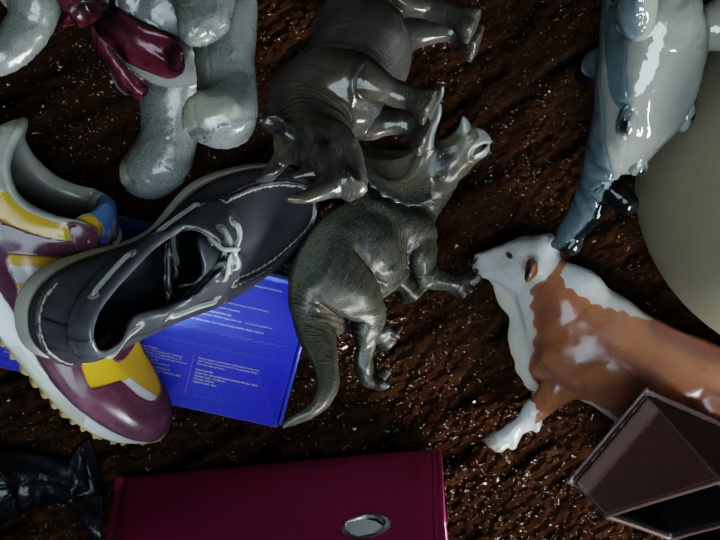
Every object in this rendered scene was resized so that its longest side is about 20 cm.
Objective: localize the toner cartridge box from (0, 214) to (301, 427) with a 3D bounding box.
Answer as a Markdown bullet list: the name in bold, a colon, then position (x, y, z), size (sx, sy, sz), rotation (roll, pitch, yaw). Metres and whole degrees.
- **toner cartridge box**: position (-0.132, 0.021, 1.505), size (0.200, 0.043, 0.095), rotation (13, 110, -6)

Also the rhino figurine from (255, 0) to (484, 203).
- **rhino figurine**: position (-0.002, -0.094, 1.388), size (0.087, 0.200, 0.060), rotation (21, 135, 9)

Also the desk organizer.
- **desk organizer**: position (0.217, 0.141, 1.489), size (0.200, 0.077, 0.072), rotation (24, 110, -45)

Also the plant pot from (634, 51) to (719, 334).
- **plant pot**: position (0.259, -0.027, 1.443), size (0.200, 0.134, 0.201), rotation (-1, 113, -1)

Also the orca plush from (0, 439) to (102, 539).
- **orca plush**: position (-0.252, 0.153, 1.542), size (0.200, 0.071, 0.105), rotation (4, 112, -2)

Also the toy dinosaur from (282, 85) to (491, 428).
- **toy dinosaur**: position (0.000, 0.000, 1.463), size (0.200, 0.077, 0.102), rotation (-47, 115, -16)

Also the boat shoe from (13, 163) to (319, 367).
- **boat shoe**: position (-0.090, 0.000, 1.411), size (0.200, 0.063, 0.073), rotation (-27, 115, -34)

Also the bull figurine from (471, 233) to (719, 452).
- **bull figurine**: position (0.142, 0.061, 1.515), size (0.200, 0.065, 0.121), rotation (26, 113, -10)

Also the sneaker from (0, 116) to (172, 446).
- **sneaker**: position (-0.156, 0.009, 1.436), size (0.090, 0.075, 0.200), rotation (-35, 109, 18)

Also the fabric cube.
- **fabric cube**: position (-0.041, 0.236, 1.514), size (0.199, 0.196, 0.200), rotation (-4, 113, 3)

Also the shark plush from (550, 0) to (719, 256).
- **shark plush**: position (0.152, -0.104, 1.443), size (0.091, 0.083, 0.200), rotation (-12, 123, -31)

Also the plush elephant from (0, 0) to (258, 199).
- **plush elephant**: position (-0.139, -0.151, 1.377), size (0.155, 0.165, 0.200), rotation (9, 84, -19)
